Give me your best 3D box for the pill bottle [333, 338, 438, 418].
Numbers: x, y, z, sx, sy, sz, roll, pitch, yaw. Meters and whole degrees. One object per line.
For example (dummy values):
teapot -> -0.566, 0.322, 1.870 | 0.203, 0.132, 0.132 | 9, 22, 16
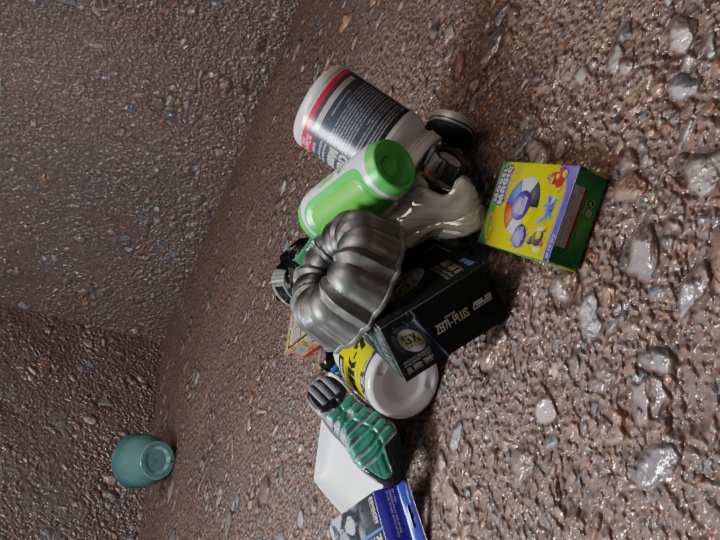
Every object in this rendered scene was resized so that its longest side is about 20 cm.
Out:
pill bottle -> 0.030, 0.143, 1.134 | 0.200, 0.113, 0.116 | 22, 94, 69

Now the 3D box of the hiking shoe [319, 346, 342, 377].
hiking shoe -> -0.034, 0.110, 1.358 | 0.075, 0.086, 0.201 | -57, 26, 36

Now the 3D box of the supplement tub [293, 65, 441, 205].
supplement tub -> 0.010, -0.206, 1.131 | 0.141, 0.199, 0.140 | -53, -9, -12

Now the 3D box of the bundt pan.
bundt pan -> -0.027, 0.003, 0.982 | 0.202, 0.075, 0.203 | -47, 26, 31

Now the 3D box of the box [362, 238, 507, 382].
box -> 0.077, 0.043, 1.012 | 0.163, 0.087, 0.200 | -30, 20, -9

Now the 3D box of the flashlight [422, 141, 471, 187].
flashlight -> 0.092, -0.096, 1.114 | 0.068, 0.067, 0.201 | 56, 132, 32

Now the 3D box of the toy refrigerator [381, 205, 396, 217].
toy refrigerator -> 0.033, -0.135, 1.250 | 0.076, 0.069, 0.203 | -169, 84, -70

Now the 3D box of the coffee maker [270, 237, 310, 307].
coffee maker -> -0.060, -0.005, 1.423 | 0.199, 0.190, 0.136 | -1, 107, 63

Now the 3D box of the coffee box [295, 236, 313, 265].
coffee box -> 0.000, 0.000, 1.208 | 0.123, 0.199, 0.044 | -52, 0, 44

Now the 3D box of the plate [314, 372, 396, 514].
plate -> -0.006, 0.288, 1.151 | 0.199, 0.032, 0.202 | 29, 114, 55

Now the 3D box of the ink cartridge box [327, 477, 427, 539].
ink cartridge box -> 0.020, 0.377, 1.048 | 0.200, 0.039, 0.100 | -51, 49, 45

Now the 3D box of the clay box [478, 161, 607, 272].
clay box -> 0.214, -0.074, 0.922 | 0.200, 0.047, 0.116 | 26, 98, 68

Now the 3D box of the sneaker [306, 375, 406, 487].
sneaker -> 0.002, 0.239, 1.071 | 0.200, 0.074, 0.088 | 45, 164, 35

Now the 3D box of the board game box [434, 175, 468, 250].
board game box -> 0.104, -0.076, 1.215 | 0.200, 0.040, 0.155 | -32, 45, 60

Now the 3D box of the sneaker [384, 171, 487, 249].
sneaker -> 0.083, -0.088, 1.049 | 0.198, 0.100, 0.078 | -13, 13, 27

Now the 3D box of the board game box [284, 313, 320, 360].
board game box -> -0.102, 0.093, 1.601 | 0.200, 0.046, 0.153 | -38, 40, 57

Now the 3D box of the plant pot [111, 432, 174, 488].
plant pot -> -0.778, 0.693, 2.689 | 0.187, 0.199, 0.202 | -17, 57, 47

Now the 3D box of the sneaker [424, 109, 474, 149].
sneaker -> 0.127, -0.204, 1.206 | 0.200, 0.078, 0.080 | 176, 115, -80

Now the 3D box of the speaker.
speaker -> -0.009, -0.111, 1.057 | 0.199, 0.088, 0.089 | -29, 47, 50
